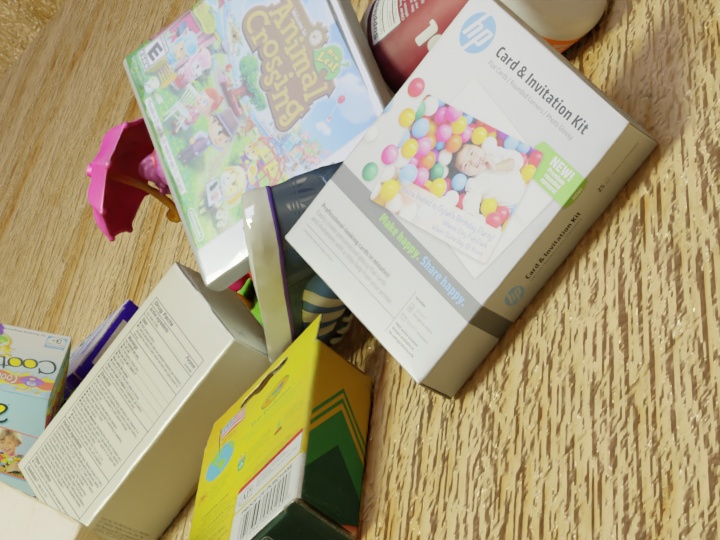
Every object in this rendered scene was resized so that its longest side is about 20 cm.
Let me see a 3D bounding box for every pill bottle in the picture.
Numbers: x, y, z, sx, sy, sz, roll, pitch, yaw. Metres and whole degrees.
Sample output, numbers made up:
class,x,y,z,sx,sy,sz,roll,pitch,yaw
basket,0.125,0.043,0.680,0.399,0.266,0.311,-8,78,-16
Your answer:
class,x,y,z,sx,sy,sz,roll,pitch,yaw
pill bottle,0.070,-0.167,1.639,0.200,0.113,0.113,-37,24,46

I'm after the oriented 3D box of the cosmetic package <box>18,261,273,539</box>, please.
class,x,y,z,sx,sy,sz,roll,pitch,yaw
cosmetic package,-0.151,0.107,1.724,0.200,0.071,0.105,-50,47,12

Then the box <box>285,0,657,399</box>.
class,x,y,z,sx,sy,sz,roll,pitch,yaw
box,0.064,-0.048,1.434,0.200,0.041,0.156,-50,52,10

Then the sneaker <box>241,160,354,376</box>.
class,x,y,z,sx,sy,sz,roll,pitch,yaw
sneaker,0.000,0.000,1.602,0.201,0.145,0.081,83,174,-55

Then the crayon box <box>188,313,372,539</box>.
class,x,y,z,sx,sy,sz,roll,pitch,yaw
crayon box,-0.052,0.132,1.514,0.127,0.051,0.201,-45,21,28

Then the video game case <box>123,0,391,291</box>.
class,x,y,z,sx,sy,sz,roll,pitch,yaw
video game case,-0.069,-0.116,1.659,0.182,0.022,0.201,-34,62,23

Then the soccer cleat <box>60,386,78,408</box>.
class,x,y,z,sx,sy,sz,roll,pitch,yaw
soccer cleat,-0.186,0.099,1.871,0.067,0.081,0.201,-34,27,48

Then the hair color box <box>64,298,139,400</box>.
class,x,y,z,sx,sy,sz,roll,pitch,yaw
hair color box,-0.250,0.120,2.002,0.200,0.065,0.109,-42,10,39

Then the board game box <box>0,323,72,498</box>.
class,x,y,z,sx,sy,sz,roll,pitch,yaw
board game box,-0.298,0.153,1.883,0.103,0.104,0.201,-81,2,-63

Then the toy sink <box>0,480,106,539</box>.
class,x,y,z,sx,sy,sz,roll,pitch,yaw
toy sink,-0.181,0.243,1.510,0.112,0.200,0.131,19,72,41

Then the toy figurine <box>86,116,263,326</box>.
class,x,y,z,sx,sy,sz,roll,pitch,yaw
toy figurine,-0.116,-0.049,1.792,0.200,0.184,0.151,-38,24,42
